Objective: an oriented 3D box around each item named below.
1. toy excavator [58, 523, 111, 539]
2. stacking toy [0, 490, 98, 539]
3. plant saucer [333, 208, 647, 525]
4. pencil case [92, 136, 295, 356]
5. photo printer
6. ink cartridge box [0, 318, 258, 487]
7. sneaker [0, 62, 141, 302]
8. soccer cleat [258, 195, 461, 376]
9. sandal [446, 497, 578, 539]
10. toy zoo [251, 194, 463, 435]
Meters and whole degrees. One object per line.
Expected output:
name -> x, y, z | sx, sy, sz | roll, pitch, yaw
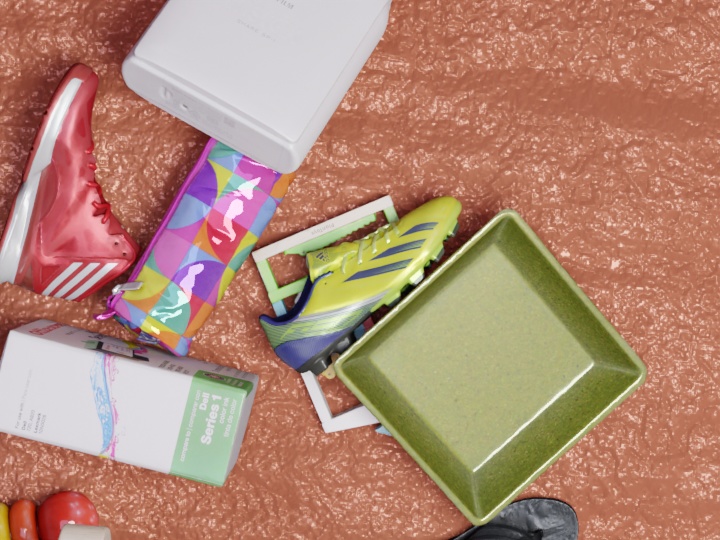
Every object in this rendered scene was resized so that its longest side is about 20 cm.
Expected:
toy excavator -> -0.215, 0.292, 1.447 | 0.100, 0.200, 0.195 | 4, 93, 0
stacking toy -> -0.323, 0.230, 1.514 | 0.199, 0.085, 0.086 | -10, 93, -6
plant saucer -> 0.107, 0.078, 1.493 | 0.200, 0.048, 0.200 | -42, 107, 0
pencil case -> -0.135, -0.023, 1.480 | 0.088, 0.088, 0.200 | 32, 84, -1
photo printer -> -0.076, -0.197, 1.456 | 0.166, 0.069, 0.200 | 30, 63, 4
ink cartridge box -> -0.194, 0.106, 1.466 | 0.199, 0.145, 0.084 | 14, 92, 0
sneaker -> -0.230, -0.068, 1.504 | 0.115, 0.078, 0.200 | 19, 104, -10
soccer cleat -> 0.000, 0.000, 1.480 | 0.200, 0.065, 0.084 | -44, 89, 2
sandal -> 0.097, 0.256, 1.520 | 0.200, 0.048, 0.076 | -22, 92, 2
toy zoo -> 0.004, 0.052, 1.525 | 0.131, 0.020, 0.200 | -23, 93, 1
